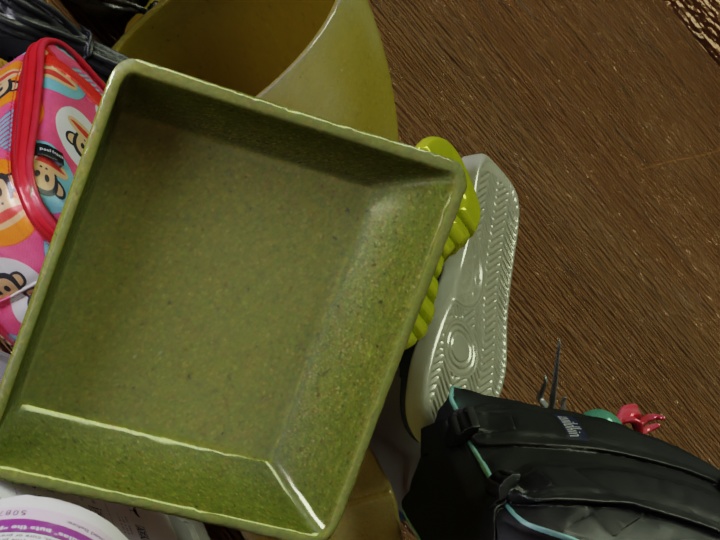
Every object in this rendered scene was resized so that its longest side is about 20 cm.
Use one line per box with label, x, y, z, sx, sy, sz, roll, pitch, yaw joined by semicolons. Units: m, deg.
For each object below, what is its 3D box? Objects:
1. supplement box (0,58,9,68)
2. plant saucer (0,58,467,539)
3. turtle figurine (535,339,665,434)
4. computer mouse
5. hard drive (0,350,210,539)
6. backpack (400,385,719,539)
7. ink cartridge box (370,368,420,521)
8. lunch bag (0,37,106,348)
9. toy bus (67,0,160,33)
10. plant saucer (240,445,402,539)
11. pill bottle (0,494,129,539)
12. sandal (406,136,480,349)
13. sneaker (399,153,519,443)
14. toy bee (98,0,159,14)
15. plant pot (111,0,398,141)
supplement box;-0.197;-0.071;1.544;0.200;0.066;0.069;28;29;-52
plant saucer;-0.071;0.014;1.343;0.199;0.201;0.048;16;9;-33
turtle figurine;0.128;0.153;1.731;0.150;0.100;0.201;-31;124;-60
computer mouse;-0.206;-0.138;1.565;0.140;0.046;0.200;32;-2;-44
hard drive;-0.146;0.106;1.376;0.200;0.038;0.140;28;30;-52
backpack;0.134;0.165;1.596;0.199;0.154;0.176;7;21;-21
ink cartridge box;0.001;0.041;1.790;0.136;0.076;0.200;42;22;-26
lunch bag;-0.126;-0.014;1.440;0.200;0.082;0.177;47;22;-31
toy bus;-0.132;-0.274;1.890;0.200;0.192;0.136;51;20;5
plant saucer;-0.032;0.117;1.548;0.200;0.048;0.201;-97;162;-57
pill bottle;-0.141;0.182;1.122;0.112;0.112;0.200;46;19;-17
sandal;0.000;0.000;1.616;0.080;0.087;0.200;61;31;-13
sneaker;0.038;0.024;1.702;0.075;0.084;0.201;49;40;-37
toy bee;-0.190;-0.224;1.742;0.130;0.109;0.200;10;2;7
plant pot;-0.056;-0.084;1.733;0.142;0.199;0.200;53;15;-30
